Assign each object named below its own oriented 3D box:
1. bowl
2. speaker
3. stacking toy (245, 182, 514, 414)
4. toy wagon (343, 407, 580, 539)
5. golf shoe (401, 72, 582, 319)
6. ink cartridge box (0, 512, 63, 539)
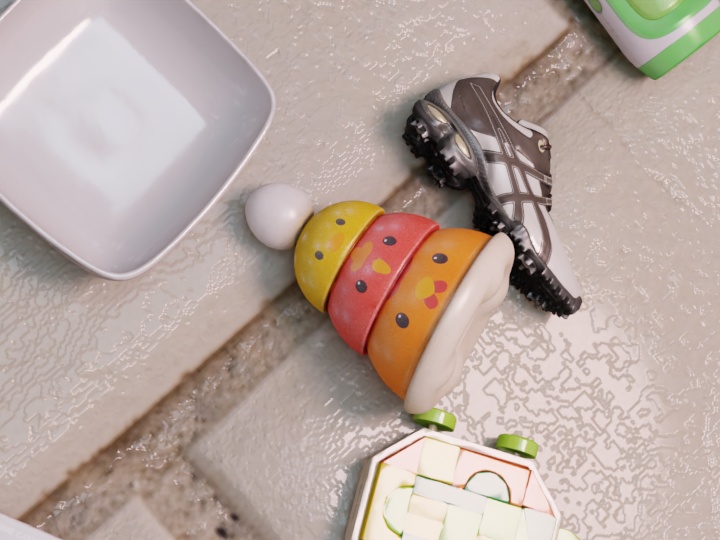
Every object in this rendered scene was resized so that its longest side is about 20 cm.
[{"bbox_3d":[-0.185,-0.108,1.437,0.199,0.075,0.200,42,73,-5],"label":"bowl"},{"bbox_3d":[0.198,-0.250,1.557,0.088,0.088,0.201,-38,92,-17],"label":"speaker"},{"bbox_3d":[0.000,0.000,1.458,0.199,0.146,0.147,28,74,9],"label":"stacking toy"},{"bbox_3d":[0.090,0.195,1.479,0.198,0.040,0.157,18,77,-11],"label":"toy wagon"},{"bbox_3d":[0.122,-0.061,1.510,0.094,0.078,0.201,-35,92,-17],"label":"golf shoe"},{"bbox_3d":[-0.222,0.276,1.381,0.199,0.044,0.175,25,75,-10],"label":"ink cartridge box"}]
